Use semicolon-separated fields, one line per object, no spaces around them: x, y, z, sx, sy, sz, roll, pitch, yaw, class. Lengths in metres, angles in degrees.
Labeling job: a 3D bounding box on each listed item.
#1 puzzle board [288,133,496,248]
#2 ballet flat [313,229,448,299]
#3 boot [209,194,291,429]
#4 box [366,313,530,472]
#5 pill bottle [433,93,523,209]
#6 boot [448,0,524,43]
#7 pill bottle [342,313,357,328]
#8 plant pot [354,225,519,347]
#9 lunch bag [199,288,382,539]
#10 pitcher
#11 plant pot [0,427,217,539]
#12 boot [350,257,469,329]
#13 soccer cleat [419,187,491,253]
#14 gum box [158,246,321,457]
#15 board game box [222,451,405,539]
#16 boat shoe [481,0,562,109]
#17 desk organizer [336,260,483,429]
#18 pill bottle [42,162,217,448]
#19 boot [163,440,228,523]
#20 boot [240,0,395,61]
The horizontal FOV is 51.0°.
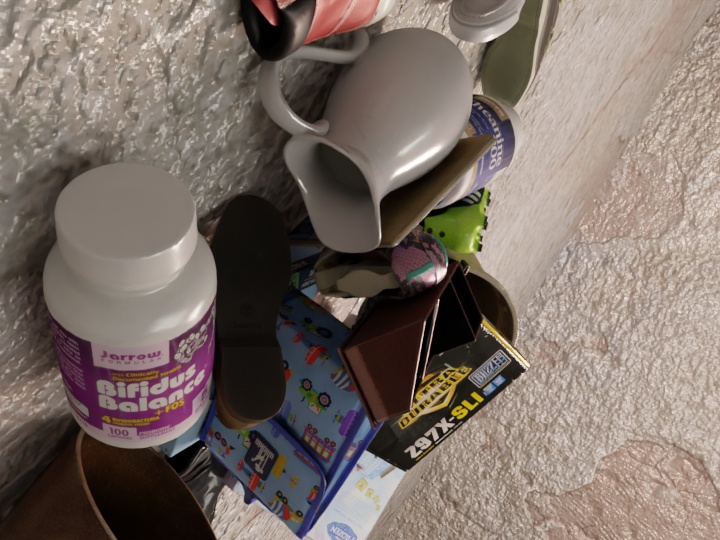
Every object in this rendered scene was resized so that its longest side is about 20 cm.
0.021;-0.070;0.726;0.151;0.017;0.199;-47;-156;-23;puzzle board
0.000;0.000;0.706;0.071;0.070;0.199;-25;-168;-29;ballet flat
-0.102;0.034;0.638;0.075;0.073;0.202;138;-44;-56;boot
0.076;0.128;0.850;0.200;0.049;0.160;-42;137;8;box
0.121;-0.149;0.898;0.199;0.111;0.112;-30;150;-52;pill bottle
0.150;-0.323;0.756;0.201;0.073;0.096;-55;158;-27;boot
-0.051;0.155;1.002;0.200;0.110;0.111;-50;161;-16;pill bottle
0.089;0.030;0.977;0.184;0.198;0.202;-92;-156;-59;plant pot
-0.069;0.147;0.738;0.094;0.150;0.201;-13;135;-62;lunch bag
0.007;-0.142;0.641;0.201;0.120;0.172;-53;125;-35;pitcher
-0.250;0.266;0.642;0.199;0.187;0.187;-39;161;0;plant pot
0.011;0.050;0.833;0.198;0.069;0.176;-2;124;-27;boot
0.116;-0.071;0.929;0.200;0.080;0.068;-57;160;-71;soccer cleat
-0.126;0.076;0.784;0.169;0.044;0.201;-24;145;-57;gum box
-0.035;0.224;0.929;0.200;0.200;0.041;-55;-154;-14;board game box
0.202;-0.284;0.927;0.060;0.072;0.202;-36;152;-33;boat shoe
0.053;0.056;0.671;0.076;0.072;0.200;-22;-173;19;desk organizer
-0.156;0.029;0.522;0.112;0.112;0.201;-40;157;-36;pill bottle
-0.203;0.247;0.876;0.201;0.069;0.132;-60;160;-18;boot
-0.016;-0.233;0.487;0.144;0.072;0.201;-37;158;-40;boot
